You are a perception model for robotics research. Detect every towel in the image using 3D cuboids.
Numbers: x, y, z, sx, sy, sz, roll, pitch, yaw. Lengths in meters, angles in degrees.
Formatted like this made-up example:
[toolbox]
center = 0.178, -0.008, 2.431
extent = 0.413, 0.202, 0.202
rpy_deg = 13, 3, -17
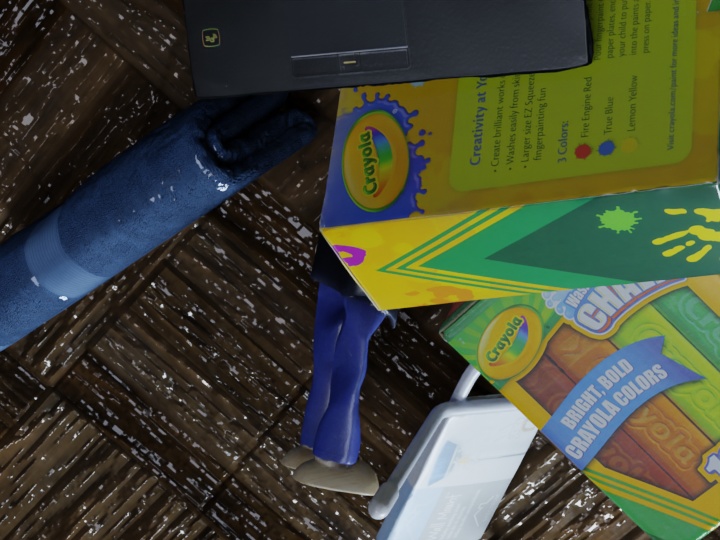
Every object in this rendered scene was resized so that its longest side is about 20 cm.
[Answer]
[towel]
center = -0.120, -0.028, 1.016
extent = 0.199, 0.112, 0.049
rpy_deg = -32, 95, 31

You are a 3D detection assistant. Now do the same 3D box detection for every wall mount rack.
[wall mount rack]
center = 0.042, 0.126, 1.021
extent = 0.075, 0.172, 0.201
rpy_deg = 55, 135, 38

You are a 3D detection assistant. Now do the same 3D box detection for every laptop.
[laptop]
center = -0.017, -0.164, 0.768
extent = 0.175, 0.103, 0.202
rpy_deg = -2, 101, 23

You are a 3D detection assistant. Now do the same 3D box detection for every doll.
[doll]
center = 0.000, 0.000, 0.986
extent = 0.048, 0.136, 0.202
rpy_deg = 10, 94, -11

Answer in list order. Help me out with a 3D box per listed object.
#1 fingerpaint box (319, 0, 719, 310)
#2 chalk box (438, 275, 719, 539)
[fingerpaint box]
center = 0.081, -0.092, 0.854
extent = 0.165, 0.202, 0.073
rpy_deg = -7, 147, 22
[chalk box]
center = 0.126, 0.003, 0.939
extent = 0.200, 0.124, 0.125
rpy_deg = 42, 123, -7
